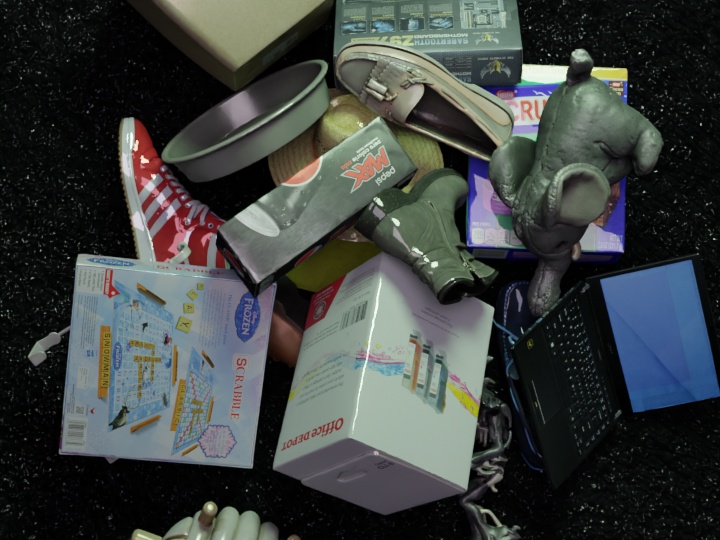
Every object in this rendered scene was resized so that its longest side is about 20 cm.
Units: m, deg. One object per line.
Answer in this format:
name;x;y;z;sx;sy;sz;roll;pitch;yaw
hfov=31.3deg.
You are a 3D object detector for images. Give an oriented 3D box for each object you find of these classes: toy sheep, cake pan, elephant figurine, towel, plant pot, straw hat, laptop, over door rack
toy sheep;-0.136;0.299;1.297;0.198;0.138;0.139;26;82;-2
cake pan;-0.114;-0.154;1.345;0.199;0.200;0.037;-31;110;-4
elephant figurine;0.197;-0.080;1.269;0.155;0.142;0.200;40;81;0
towel;0.000;0.000;1.375;0.198;0.018;0.087;14;121;3
plant pot;-0.133;-0.309;1.366;0.199;0.200;0.178;-39;92;-5
straw hat;-0.004;-0.136;1.355;0.198;0.085;0.203;2;61;-4
laptop;0.265;0.103;1.296;0.200;0.103;0.179;-38;120;-34
over door rack;-0.223;0.080;1.341;0.199;0.067;0.148;-34;108;3

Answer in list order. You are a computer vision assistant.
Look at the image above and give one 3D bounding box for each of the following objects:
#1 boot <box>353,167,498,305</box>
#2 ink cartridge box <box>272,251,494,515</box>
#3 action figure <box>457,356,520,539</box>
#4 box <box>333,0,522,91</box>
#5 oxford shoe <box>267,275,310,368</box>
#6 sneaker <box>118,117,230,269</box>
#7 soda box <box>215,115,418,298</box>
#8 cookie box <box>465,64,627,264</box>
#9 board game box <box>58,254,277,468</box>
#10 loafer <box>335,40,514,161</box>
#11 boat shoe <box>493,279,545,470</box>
boot;0.085;-0.027;1.268;0.131;0.200;0.068;43;119;13
ink cartridge box;0.024;0.116;1.266;0.144;0.145;0.202;27;58;-24
action figure;0.109;0.192;1.322;0.101;0.119;0.203;-4;87;-7
box;0.071;-0.261;1.377;0.197;0.051;0.159;-3;45;3
oxford shoe;-0.064;0.078;1.374;0.200;0.071;0.071;45;116;2
sneaker;-0.193;-0.074;1.384;0.111;0.071;0.202;-12;89;3
soda box;-0.044;-0.063;1.254;0.199;0.063;0.071;-36;86;-14
cookie box;0.199;-0.115;1.385;0.169;0.075;0.203;2;81;2
board game box;-0.194;0.093;1.292;0.197;0.041;0.202;7;105;-10
loafer;0.066;-0.170;1.302;0.198;0.072;0.063;22;41;-10
boat shoe;0.191;0.106;1.355;0.083;0.069;0.202;-13;82;-2
